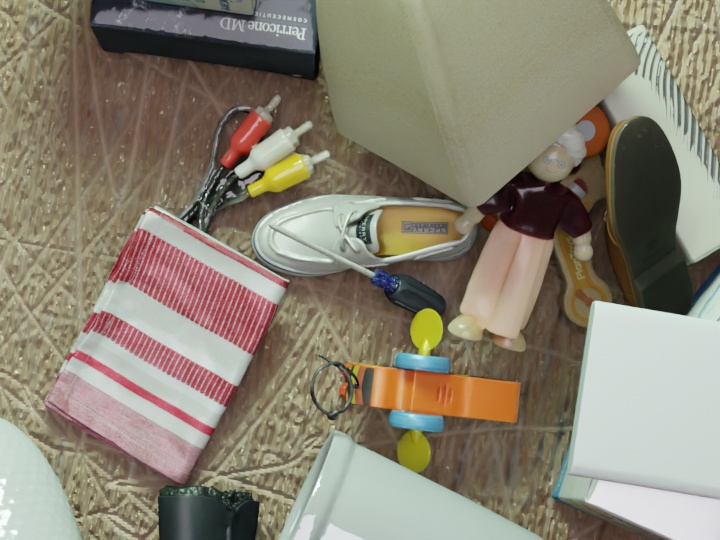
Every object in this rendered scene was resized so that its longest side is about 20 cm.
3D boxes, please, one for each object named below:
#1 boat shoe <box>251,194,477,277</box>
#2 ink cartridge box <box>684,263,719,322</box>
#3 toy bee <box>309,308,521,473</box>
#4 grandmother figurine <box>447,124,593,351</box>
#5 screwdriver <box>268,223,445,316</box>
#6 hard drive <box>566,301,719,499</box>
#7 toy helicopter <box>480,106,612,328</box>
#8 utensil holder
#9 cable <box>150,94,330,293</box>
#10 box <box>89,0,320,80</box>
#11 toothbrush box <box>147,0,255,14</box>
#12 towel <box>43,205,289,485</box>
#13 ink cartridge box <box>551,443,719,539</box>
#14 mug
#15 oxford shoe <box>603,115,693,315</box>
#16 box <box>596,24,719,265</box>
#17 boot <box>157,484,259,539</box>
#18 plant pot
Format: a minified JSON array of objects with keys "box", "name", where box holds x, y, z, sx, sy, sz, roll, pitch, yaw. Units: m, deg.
[{"box":[0.003,-0.033,1.557,0.197,0.070,0.072,0,84,0],"name":"boat shoe"},{"box":[0.359,0.053,1.498,0.146,0.200,0.146,40,85,2],"name":"ink cartridge box"},{"box":[0.033,0.093,1.543,0.199,0.108,0.132,31,78,-25],"name":"toy bee"},{"box":[0.142,-0.034,1.511,0.120,0.061,0.202,10,108,-20],"name":"grandmother figurine"},{"box":[0.000,0.000,1.521,0.199,0.029,0.028,25,100,-41],"name":"screwdriver"},{"box":[0.265,0.106,1.376,0.197,0.026,0.134,9,85,-2],"name":"hard drive"},{"box":[0.164,-0.043,1.566,0.131,0.079,0.202,-20,98,-10],"name":"toy helicopter"},{"box":[0.032,0.249,1.486,0.198,0.170,0.171,25,84,-2],"name":"utensil holder"},{"box":[-0.126,-0.071,1.567,0.200,0.050,0.097,-42,82,-5],"name":"cable"},{"box":[-0.120,-0.283,1.554,0.194,0.117,0.203,7,86,-1],"name":"box"},{"box":[-0.173,-0.298,1.453,0.197,0.085,0.148,9,85,-1],"name":"toothbrush box"},{"box":[-0.167,0.064,1.551,0.143,0.023,0.201,29,94,0],"name":"towel"},{"box":[0.248,0.155,1.484,0.127,0.200,0.126,22,84,0],"name":"ink cartridge box"},{"box":[-0.327,0.231,1.494,0.199,0.147,0.177,-32,65,25],"name":"mug"},{"box":[0.226,-0.045,1.511,0.071,0.071,0.202,-25,126,-19],"name":"oxford shoe"},{"box":[0.259,-0.105,1.569,0.068,0.082,0.201,-29,88,-5],"name":"box"},{"box":[-0.162,0.263,1.485,0.199,0.076,0.170,4,84,-46],"name":"boot"},{"box":[0.076,-0.207,1.463,0.199,0.178,0.199,-40,42,-16],"name":"plant pot"}]
